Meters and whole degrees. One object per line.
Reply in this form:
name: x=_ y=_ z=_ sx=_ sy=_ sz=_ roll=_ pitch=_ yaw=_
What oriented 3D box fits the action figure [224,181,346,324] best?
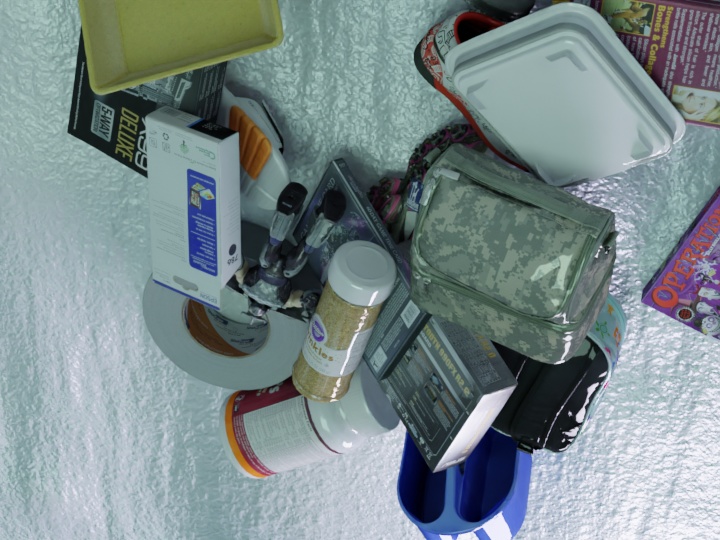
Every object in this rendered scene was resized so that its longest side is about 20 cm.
action figure: x=-0.088 y=-0.008 z=1.743 sx=0.130 sy=0.069 sz=0.200 roll=19 pitch=132 yaw=-11

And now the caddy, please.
caddy: x=0.119 y=0.223 z=1.859 sx=0.141 sy=0.200 sz=0.105 roll=-5 pitch=141 yaw=20

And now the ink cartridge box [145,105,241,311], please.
ink cartridge box: x=-0.172 y=-0.063 z=1.687 sx=0.099 sy=0.039 sz=0.200 roll=22 pitch=126 yaw=28

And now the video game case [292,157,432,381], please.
video game case: x=0.000 y=0.000 z=1.740 sx=0.200 sy=0.019 sz=0.143 roll=60 pitch=146 yaw=21

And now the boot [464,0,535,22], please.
boot: x=0.115 y=-0.333 z=1.534 sx=0.200 sy=0.070 sz=0.132 roll=35 pitch=120 yaw=-17

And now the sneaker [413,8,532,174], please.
sneaker: x=0.147 y=-0.173 z=1.600 sx=0.201 sy=0.067 sz=0.108 roll=41 pitch=159 yaw=-6

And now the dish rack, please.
dish rack: x=0.189 y=-0.151 z=1.527 sx=0.171 sy=0.044 sz=0.200 roll=-18 pitch=133 yaw=38

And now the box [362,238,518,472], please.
box: x=0.071 y=0.090 z=1.736 sx=0.200 sy=0.048 sz=0.158 roll=57 pitch=145 yaw=25

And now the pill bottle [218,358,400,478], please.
pill bottle: x=-0.059 y=0.170 z=1.917 sx=0.200 sy=0.110 sz=0.110 roll=-20 pitch=117 yaw=27

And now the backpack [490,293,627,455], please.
backpack: x=0.191 y=0.080 z=1.750 sx=0.177 sy=0.151 sz=0.200 roll=24 pitch=141 yaw=5

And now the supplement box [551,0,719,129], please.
supplement box: x=0.278 y=-0.224 z=1.540 sx=0.200 sy=0.103 sz=0.131 roll=12 pitch=127 yaw=8

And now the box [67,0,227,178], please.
box: x=-0.222 y=-0.198 z=1.705 sx=0.158 sy=0.050 sz=0.200 roll=31 pitch=130 yaw=18

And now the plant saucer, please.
plant saucer: x=-0.176 y=-0.281 z=1.596 sx=0.200 sy=0.048 sz=0.200 roll=-13 pitch=76 yaw=13

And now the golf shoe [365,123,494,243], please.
golf shoe: x=0.083 y=-0.084 z=1.724 sx=0.092 sy=0.073 sz=0.200 roll=28 pitch=137 yaw=-25

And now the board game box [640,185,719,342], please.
board game box: x=0.395 y=-0.014 z=1.709 sx=0.120 sy=0.032 sz=0.200 roll=29 pitch=128 yaw=-1

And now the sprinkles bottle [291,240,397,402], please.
sprinkles bottle: x=-0.019 y=0.057 z=1.716 sx=0.068 sy=0.068 sz=0.200 roll=21 pitch=136 yaw=0

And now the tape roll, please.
tape roll: x=-0.146 y=0.041 z=1.876 sx=0.200 sy=0.066 sz=0.201 roll=8 pitch=126 yaw=11

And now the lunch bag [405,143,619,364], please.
lunch bag: x=0.148 y=-0.027 z=1.593 sx=0.200 sy=0.139 sz=0.168 roll=25 pitch=144 yaw=16

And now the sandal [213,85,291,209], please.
sandal: x=-0.130 y=-0.162 z=1.733 sx=0.207 sy=0.059 sz=0.079 roll=53 pitch=135 yaw=2
